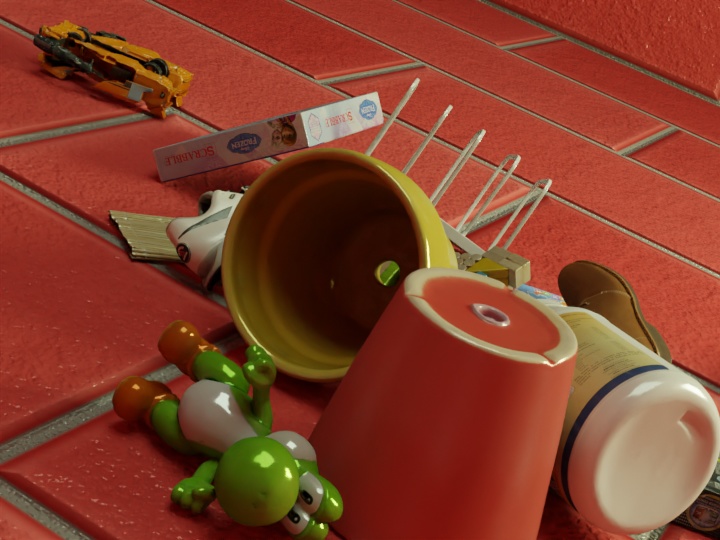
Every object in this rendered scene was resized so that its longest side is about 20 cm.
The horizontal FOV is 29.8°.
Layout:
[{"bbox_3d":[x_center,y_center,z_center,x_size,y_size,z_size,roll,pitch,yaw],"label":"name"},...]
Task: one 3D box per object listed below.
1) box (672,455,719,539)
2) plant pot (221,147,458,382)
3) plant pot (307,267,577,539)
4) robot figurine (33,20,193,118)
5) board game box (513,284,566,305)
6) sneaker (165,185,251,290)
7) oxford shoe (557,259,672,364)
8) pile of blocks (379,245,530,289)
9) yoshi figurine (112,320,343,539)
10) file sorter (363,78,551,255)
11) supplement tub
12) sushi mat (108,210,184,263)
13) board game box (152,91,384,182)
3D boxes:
[{"bbox_3d":[0.343,0.195,1.251,0.199,0.045,0.160,21,21,1],"label":"box"},{"bbox_3d":[0.000,0.000,1.243,0.200,0.202,0.189,28,7,21],"label":"plant pot"},{"bbox_3d":[0.071,0.108,1.045,0.199,0.179,0.201,17,21,-7],"label":"plant pot"},{"bbox_3d":[-0.323,-0.262,1.736,0.199,0.059,0.145,22,22,3],"label":"robot figurine"},{"bbox_3d":[0.185,0.070,1.418,0.150,0.037,0.200,18,23,-5],"label":"board game box"},{"bbox_3d":[-0.114,-0.055,1.361,0.088,0.074,0.200,43,36,14],"label":"sneaker"},{"bbox_3d":[0.243,0.047,1.384,0.071,0.072,0.200,8,27,-24],"label":"oxford shoe"},{"bbox_3d":[0.073,0.024,1.374,0.198,0.063,0.082,-1,37,9],"label":"pile of blocks"},{"bbox_3d":[-0.098,0.120,0.984,0.112,0.113,0.200,-24,48,-38],"label":"yoshi figurine"},{"bbox_3d":[0.103,-0.107,1.533,0.199,0.125,0.139,37,3,-2],"label":"file sorter"},{"bbox_3d":[0.194,0.117,1.155,0.143,0.146,0.200,7,17,-29],"label":"supplement tub"},{"bbox_3d":[-0.156,-0.029,1.393,0.199,0.012,0.096,5,25,-32],"label":"sushi mat"},{"bbox_3d":[-0.102,-0.154,1.552,0.199,0.042,0.199,-10,9,28],"label":"board game box"}]
